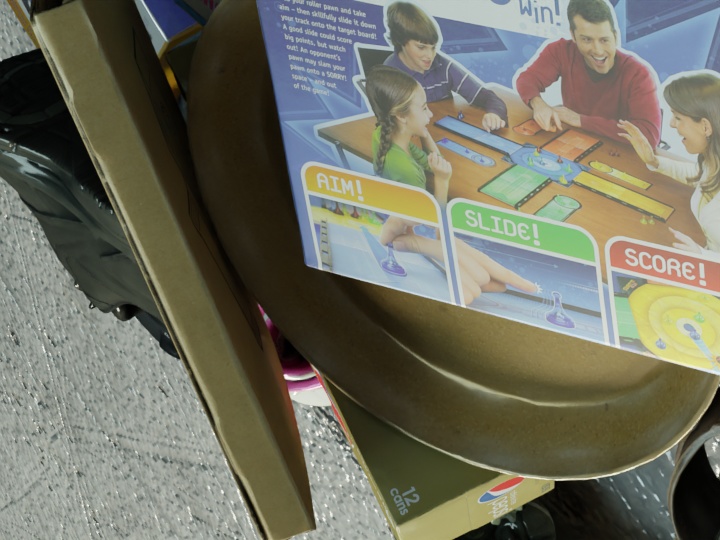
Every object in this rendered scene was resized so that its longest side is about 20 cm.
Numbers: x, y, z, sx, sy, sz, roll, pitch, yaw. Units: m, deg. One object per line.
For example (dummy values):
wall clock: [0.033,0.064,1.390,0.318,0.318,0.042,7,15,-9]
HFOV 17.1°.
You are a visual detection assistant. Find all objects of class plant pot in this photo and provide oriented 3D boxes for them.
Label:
plant pot: [0.033,-0.020,0.760,0.200,0.027,0.200,24,137,24]

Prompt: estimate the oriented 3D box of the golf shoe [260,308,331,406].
golf shoe: [-0.018,0.019,1.008,0.075,0.091,0.200,53,154,8]

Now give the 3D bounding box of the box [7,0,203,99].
box: [-0.114,-0.133,1.041,0.119,0.041,0.200,57,163,3]

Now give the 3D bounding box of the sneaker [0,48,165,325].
sneaker: [-0.114,-0.029,1.016,0.200,0.076,0.091,40,145,44]

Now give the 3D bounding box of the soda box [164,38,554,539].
soda box: [0.000,0.000,0.880,0.068,0.064,0.200,75,170,-73]

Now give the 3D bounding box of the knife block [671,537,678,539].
knife block: [0.150,0.160,0.779,0.064,0.200,0.176,58,-171,-43]

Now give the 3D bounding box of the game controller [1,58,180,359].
game controller: [-0.112,-0.027,1.131,0.200,0.104,0.042,47,108,25]

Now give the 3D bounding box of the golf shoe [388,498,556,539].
golf shoe: [0.060,0.129,1.033,0.088,0.077,0.200,-106,0,-50]

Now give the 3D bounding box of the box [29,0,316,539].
box: [-0.066,-0.025,0.833,0.164,0.021,0.200,-105,-7,-67]

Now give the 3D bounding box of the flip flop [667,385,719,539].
flip flop: [0.125,0.076,0.749,0.081,0.200,0.058,18,173,43]

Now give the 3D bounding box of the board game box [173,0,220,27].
board game box: [-0.027,-0.128,0.808,0.200,0.034,0.135,42,146,27]

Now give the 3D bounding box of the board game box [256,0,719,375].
board game box: [0.065,-0.042,0.664,0.200,0.034,0.136,15,132,30]
